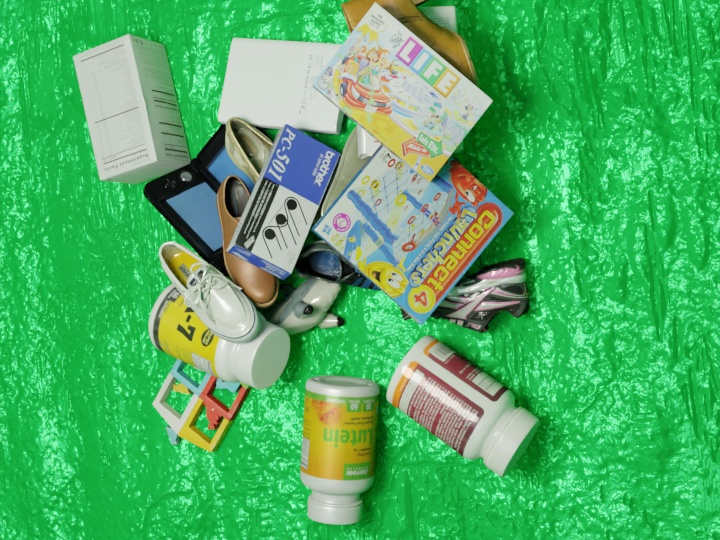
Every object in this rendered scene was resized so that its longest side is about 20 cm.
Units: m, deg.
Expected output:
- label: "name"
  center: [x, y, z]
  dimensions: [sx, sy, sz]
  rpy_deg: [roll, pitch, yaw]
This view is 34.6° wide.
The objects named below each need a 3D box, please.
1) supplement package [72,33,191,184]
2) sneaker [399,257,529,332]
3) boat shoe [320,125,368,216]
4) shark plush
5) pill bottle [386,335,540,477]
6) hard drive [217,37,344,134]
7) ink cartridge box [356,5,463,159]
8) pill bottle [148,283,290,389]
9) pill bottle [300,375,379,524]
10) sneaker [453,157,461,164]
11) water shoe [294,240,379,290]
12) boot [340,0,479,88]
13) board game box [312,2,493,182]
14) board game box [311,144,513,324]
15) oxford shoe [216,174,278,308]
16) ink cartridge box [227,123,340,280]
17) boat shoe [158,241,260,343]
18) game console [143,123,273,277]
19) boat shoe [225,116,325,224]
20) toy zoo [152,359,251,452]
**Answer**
- label: "supplement package"
  center: [-0.356, -0.248, 1.809]
  dimensions: [0.112, 0.109, 0.203]
  rpy_deg: [-14, 86, 22]
- label: "sneaker"
  center: [0.147, 0.051, 1.634]
  dimensions: [0.198, 0.080, 0.088]
  rpy_deg: [-14, 96, 27]
- label: "boat shoe"
  center: [0.000, -0.146, 1.690]
  dimensions: [0.074, 0.066, 0.202]
  rpy_deg: [24, 82, -6]
- label: "shark plush"
  center: [-0.103, 0.056, 1.762]
  dimensions: [0.199, 0.090, 0.084]
  rpy_deg: [-26, 61, 41]
- label: "pill bottle"
  center: [0.145, 0.191, 1.617]
  dimensions: [0.199, 0.114, 0.115]
  rpy_deg: [35, 104, 18]
- label: "hard drive"
  center: [-0.113, -0.279, 1.743]
  dimensions: [0.197, 0.025, 0.134]
  rpy_deg: [8, 84, 21]
- label: "ink cartridge box"
  center: [0.064, -0.261, 1.623]
  dimensions: [0.143, 0.084, 0.203]
  rpy_deg: [-3, 91, -6]
- label: "pill bottle"
  center: [-0.209, 0.098, 1.722]
  dimensions: [0.198, 0.114, 0.116]
  rpy_deg: [20, 99, 29]
- label: "pill bottle"
  center: [-0.032, 0.262, 1.692]
  dimensions: [0.109, 0.111, 0.203]
  rpy_deg: [5, 94, 22]
- label: "sneaker"
  center: [0.089, -0.065, 1.664]
  dimensions: [0.199, 0.060, 0.105]
  rpy_deg: [-38, 79, 23]
- label: "water shoe"
  center: [0.000, 0.000, 1.641]
  dimensions: [0.197, 0.079, 0.073]
  rpy_deg: [2, 105, 24]
- label: "boot"
  center: [0.066, -0.289, 1.552]
  dimensions: [0.143, 0.071, 0.203]
  rpy_deg: [-25, 90, -1]
- label: "board game box"
  center: [0.054, -0.230, 1.503]
  dimensions: [0.199, 0.034, 0.135]
  rpy_deg: [38, 91, -2]
- label: "board game box"
  center: [0.070, -0.067, 1.562]
  dimensions: [0.195, 0.056, 0.201]
  rpy_deg: [40, 89, -7]
- label: "oxford shoe"
  center: [-0.168, -0.043, 1.677]
  dimensions: [0.070, 0.071, 0.202]
  rpy_deg: [-17, 78, -12]
- label: "ink cartridge box"
  center: [-0.109, -0.098, 1.653]
  dimensions: [0.093, 0.044, 0.202]
  rpy_deg: [27, 69, -14]
- label: "boat shoe"
  center: [-0.223, 0.021, 1.648]
  dimensions: [0.075, 0.086, 0.202]
  rpy_deg: [-43, 59, -5]
- label: "game console"
  center: [-0.198, -0.120, 1.750]
  dimensions: [0.200, 0.175, 0.117]
  rpy_deg: [45, 135, 15]
- label: "boat shoe"
  center: [-0.127, -0.149, 1.719]
  dimensions: [0.073, 0.063, 0.201]
  rpy_deg: [-40, 74, -14]
- label: "toy zoo"
  center: [-0.248, 0.192, 1.827]
  dimensions: [0.130, 0.020, 0.202]
  rpy_deg: [34, 103, 18]
